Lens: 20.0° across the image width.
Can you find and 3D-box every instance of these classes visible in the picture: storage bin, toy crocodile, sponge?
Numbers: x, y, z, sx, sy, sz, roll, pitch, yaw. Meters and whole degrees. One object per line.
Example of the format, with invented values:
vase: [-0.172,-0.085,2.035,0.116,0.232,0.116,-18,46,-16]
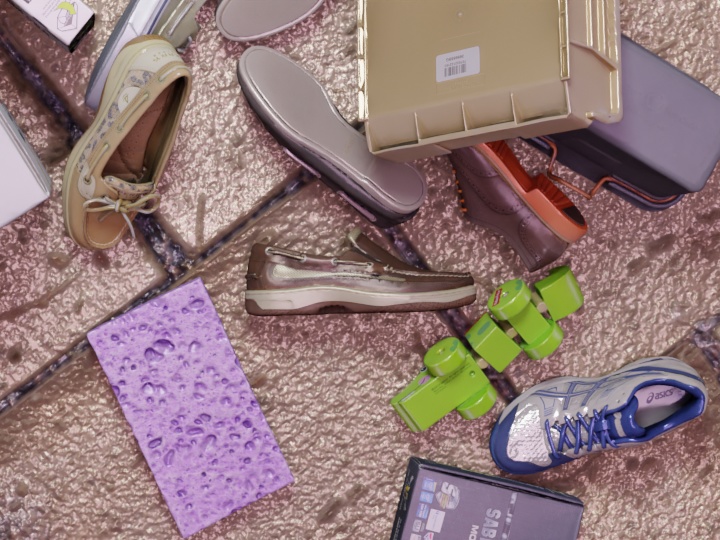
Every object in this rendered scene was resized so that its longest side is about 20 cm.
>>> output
storage bin: [0.103,-0.197,1.664,0.199,0.094,0.200,-9,75,32]
toy crocodile: [0.112,0.067,1.789,0.200,0.062,0.068,-41,112,2]
sponge: [-0.147,0.119,1.770,0.111,0.030,0.201,-25,97,-5]
storage bin: [0.222,-0.132,1.749,0.199,0.134,0.146,30,90,-8]

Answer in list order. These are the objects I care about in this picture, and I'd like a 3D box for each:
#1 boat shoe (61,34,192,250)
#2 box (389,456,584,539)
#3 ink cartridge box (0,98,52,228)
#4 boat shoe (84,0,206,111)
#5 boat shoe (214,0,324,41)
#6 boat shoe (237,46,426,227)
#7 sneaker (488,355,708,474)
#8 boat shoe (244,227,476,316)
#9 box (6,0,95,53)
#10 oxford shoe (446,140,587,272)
boat shoe: [-0.194,-0.096,1.697,0.073,0.063,0.201,-3,125,-38]
box: [0.098,0.280,1.806,0.157,0.051,0.201,15,92,-10]
ink cartridge box: [-0.344,-0.087,1.640,0.145,0.200,0.145,-32,98,-4]
boat shoe: [-0.163,-0.215,1.722,0.062,0.072,0.201,31,89,-15]
boat shoe: [-0.045,-0.270,1.747,0.200,0.057,0.067,-39,120,1]
boat shoe: [-0.034,-0.108,1.748,0.200,0.057,0.067,40,54,-5]
sneaker: [0.209,0.127,1.791,0.199,0.088,0.076,-22,99,-4]
boat shoe: [0.001,0.000,1.761,0.201,0.075,0.075,-1,89,-7]
box: [-0.266,-0.224,1.640,0.110,0.200,0.035,40,89,-9]
oxford shoe: [0.103,-0.081,1.770,0.200,0.071,0.073,45,111,2]
